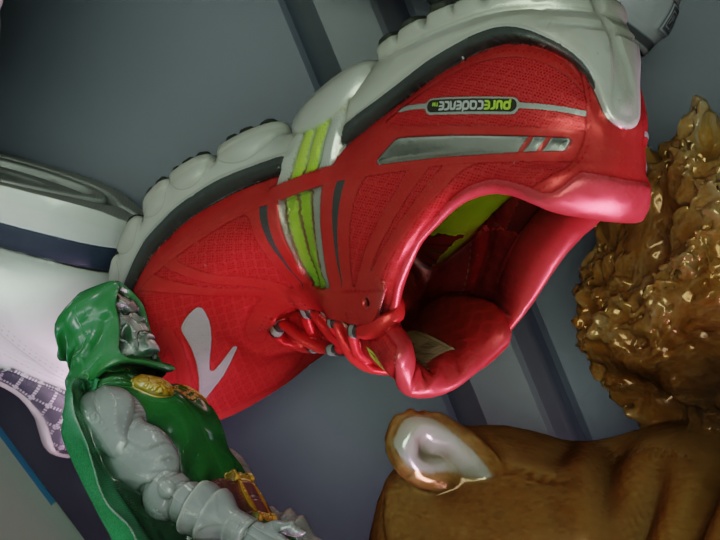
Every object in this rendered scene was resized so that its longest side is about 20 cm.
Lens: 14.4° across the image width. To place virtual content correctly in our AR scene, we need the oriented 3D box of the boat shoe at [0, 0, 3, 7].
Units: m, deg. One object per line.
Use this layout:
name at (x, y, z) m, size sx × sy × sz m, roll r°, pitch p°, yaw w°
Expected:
boat shoe at (-0.121, -0.139, 0.791) m, size 0.071 × 0.070 × 0.201 m, roll 11°, pitch 57°, yaw -10°

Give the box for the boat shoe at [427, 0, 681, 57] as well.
boat shoe at (-0.003, -0.113, 0.791) m, size 0.200 × 0.069 × 0.057 m, roll 37°, pitch 94°, yaw 1°

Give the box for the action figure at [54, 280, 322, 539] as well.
action figure at (-0.027, 0.086, 0.751) m, size 0.055 × 0.118 × 0.200 m, roll -37°, pitch 72°, yaw 8°

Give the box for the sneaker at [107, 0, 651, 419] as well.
sneaker at (0.000, 0.000, 0.763) m, size 0.200 × 0.077 × 0.085 m, roll -38°, pitch 53°, yaw 41°

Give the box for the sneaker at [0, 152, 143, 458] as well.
sneaker at (-0.165, -0.004, 0.834) m, size 0.200 × 0.076 × 0.081 m, roll 15°, pitch 101°, yaw 5°

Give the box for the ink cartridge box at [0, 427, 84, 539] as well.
ink cartridge box at (-0.175, 0.124, 0.728) m, size 0.200 × 0.125 × 0.129 m, roll -52°, pitch 57°, yaw 17°

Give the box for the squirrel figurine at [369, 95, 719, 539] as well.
squirrel figurine at (0.100, 0.059, 0.799) m, size 0.186 × 0.142 × 0.200 m, roll 8°, pitch 77°, yaw 14°
